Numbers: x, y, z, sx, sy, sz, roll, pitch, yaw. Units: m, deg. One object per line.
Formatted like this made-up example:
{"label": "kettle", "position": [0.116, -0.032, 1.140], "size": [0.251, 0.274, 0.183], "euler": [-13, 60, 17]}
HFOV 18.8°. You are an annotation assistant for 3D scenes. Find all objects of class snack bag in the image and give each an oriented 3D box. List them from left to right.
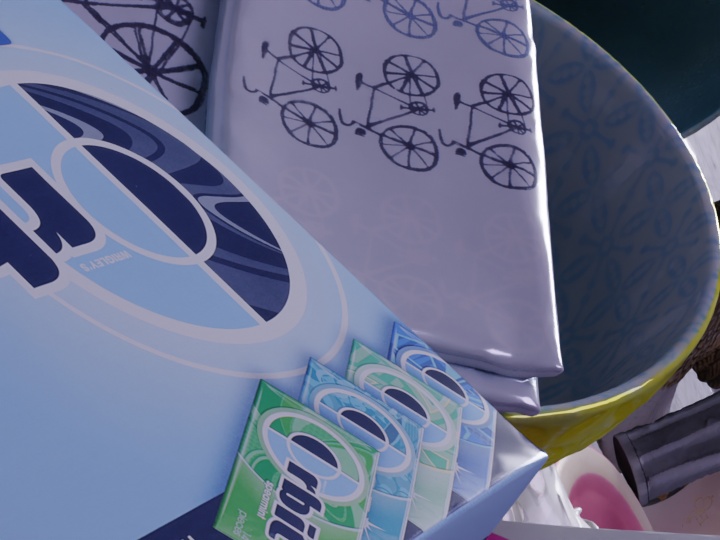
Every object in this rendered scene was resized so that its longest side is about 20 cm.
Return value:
{"label": "snack bag", "position": [-0.040, -0.055, 0.615], "size": [0.198, 0.021, 0.189], "euler": [15, 44, -13]}

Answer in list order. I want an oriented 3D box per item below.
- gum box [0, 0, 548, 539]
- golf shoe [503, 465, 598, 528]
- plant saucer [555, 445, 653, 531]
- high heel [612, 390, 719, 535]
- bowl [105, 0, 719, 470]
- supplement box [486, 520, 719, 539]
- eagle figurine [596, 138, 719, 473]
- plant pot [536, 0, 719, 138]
{"label": "gum box", "position": [-0.076, 0.007, 0.459], "size": [0.200, 0.045, 0.170], "euler": [44, 27, 14]}
{"label": "golf shoe", "position": [0.043, 0.086, 0.762], "size": [0.091, 0.075, 0.202], "euler": [11, 67, -43]}
{"label": "plant saucer", "position": [0.086, 0.148, 0.862], "size": [0.201, 0.051, 0.202], "euler": [48, 33, -44]}
{"label": "high heel", "position": [0.192, 0.101, 0.986], "size": [0.200, 0.142, 0.072], "euler": [70, -4, -57]}
{"label": "bowl", "position": [0.000, 0.000, 0.676], "size": [0.199, 0.108, 0.201], "euler": [14, 44, -14]}
{"label": "supplement box", "position": [0.053, 0.180, 0.606], "size": [0.101, 0.102, 0.201], "euler": [-62, 153, -61]}
{"label": "eagle figurine", "position": [0.170, -0.012, 0.986], "size": [0.152, 0.199, 0.152], "euler": [67, 23, -9]}
{"label": "plant pot", "position": [0.082, -0.160, 0.960], "size": [0.201, 0.199, 0.135], "euler": [60, -12, -24]}
